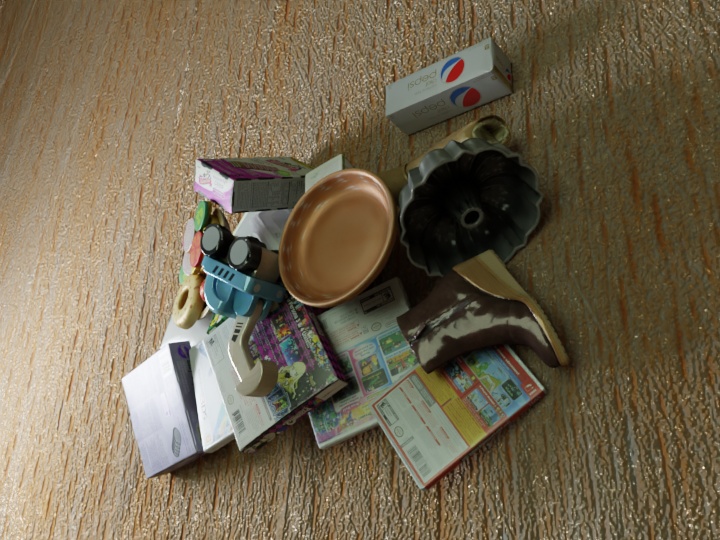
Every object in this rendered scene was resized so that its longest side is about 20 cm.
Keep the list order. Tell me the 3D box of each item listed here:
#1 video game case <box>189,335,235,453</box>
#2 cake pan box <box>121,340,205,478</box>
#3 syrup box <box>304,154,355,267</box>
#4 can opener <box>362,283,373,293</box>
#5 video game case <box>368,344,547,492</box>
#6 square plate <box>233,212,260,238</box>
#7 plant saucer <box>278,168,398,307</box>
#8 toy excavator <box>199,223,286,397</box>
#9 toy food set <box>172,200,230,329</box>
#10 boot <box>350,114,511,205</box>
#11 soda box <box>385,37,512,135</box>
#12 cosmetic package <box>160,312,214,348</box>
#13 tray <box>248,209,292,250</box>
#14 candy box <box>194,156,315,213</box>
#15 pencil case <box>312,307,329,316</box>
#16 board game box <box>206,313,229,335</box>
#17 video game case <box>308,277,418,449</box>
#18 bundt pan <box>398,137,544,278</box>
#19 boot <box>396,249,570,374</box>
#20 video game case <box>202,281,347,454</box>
[{"bbox_3d":[-0.191,0.161,1.109,0.199,0.022,0.184,-35,55,26],"label":"video game case"},{"bbox_3d":[-0.338,0.241,1.227,0.184,0.052,0.202,-34,70,37],"label":"cake pan box"},{"bbox_3d":[-0.035,-0.074,1.087,0.081,0.079,0.202,-25,46,27],"label":"syrup box"},{"bbox_3d":[0.000,0.000,1.103,0.078,0.063,0.203,0,70,41],"label":"can opener"},{"bbox_3d":[0.121,0.167,0.916,0.199,0.017,0.143,-40,51,3],"label":"video game case"},{"bbox_3d":[-0.195,-0.034,1.312,0.197,0.028,0.201,33,92,44],"label":"square plate"},{"bbox_3d":[-0.028,-0.043,0.968,0.198,0.037,0.203,-17,60,31],"label":"plant saucer"},{"bbox_3d":[-0.167,0.057,1.015,0.193,0.099,0.202,23,93,37],"label":"toy excavator"},{"bbox_3d":[-0.273,-0.013,1.205,0.200,0.048,0.200,-46,44,46],"label":"toy food set"},{"bbox_3d":[0.094,-0.149,1.010,0.199,0.175,0.067,-25,96,45],"label":"boot"},{"bbox_3d":[0.137,-0.288,1.117,0.198,0.068,0.064,-17,60,35],"label":"soda box"},{"bbox_3d":[-0.258,0.121,1.253,0.199,0.084,0.109,14,81,44],"label":"cosmetic package"},{"bbox_3d":[-0.120,-0.069,1.226,0.107,0.022,0.200,-31,43,-10],"label":"tray"},{"bbox_3d":[-0.169,-0.153,1.226,0.136,0.198,0.062,30,118,43],"label":"candy box"},{"bbox_3d":[-0.092,0.099,1.119,0.093,0.090,0.202,10,80,46],"label":"pencil case"},{"bbox_3d":[-0.199,0.029,1.184,0.104,0.023,0.201,-38,20,18],"label":"board game box"},{"bbox_3d":[0.000,0.133,1.014,0.198,0.024,0.184,-26,68,14],"label":"video game case"},{"bbox_3d":[0.138,-0.089,0.945,0.202,0.201,0.076,-43,35,16],"label":"bundt pan"},{"bbox_3d":[0.153,0.085,0.903,0.166,0.072,0.201,-39,52,7],"label":"boot"},{"bbox_3d":[-0.132,0.132,1.029,0.181,0.036,0.201,-38,55,11],"label":"video game case"}]
